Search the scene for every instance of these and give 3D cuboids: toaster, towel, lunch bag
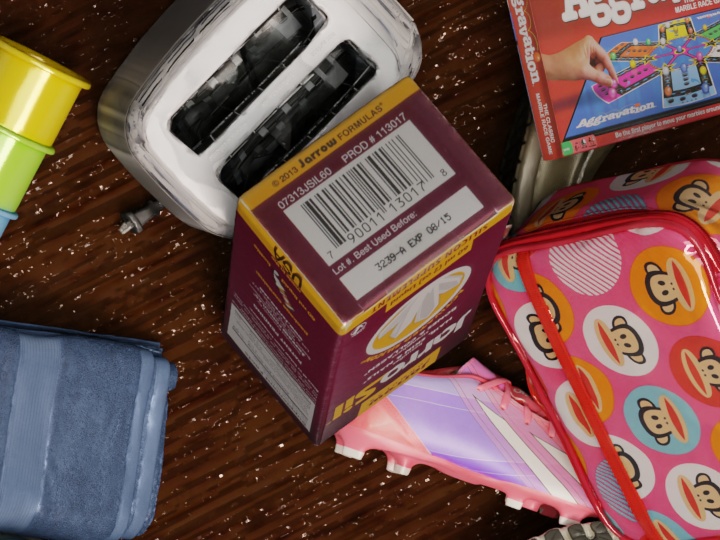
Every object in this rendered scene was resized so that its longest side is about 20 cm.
[{"bbox_3d":[-0.056,-0.093,1.536,0.200,0.129,0.114,-44,101,-3],"label":"toaster"},{"bbox_3d":[-0.192,0.081,1.539,0.200,0.049,0.112,9,91,-37],"label":"towel"},{"bbox_3d":[0.154,0.046,1.534,0.082,0.176,0.200,-43,113,-42],"label":"lunch bag"}]

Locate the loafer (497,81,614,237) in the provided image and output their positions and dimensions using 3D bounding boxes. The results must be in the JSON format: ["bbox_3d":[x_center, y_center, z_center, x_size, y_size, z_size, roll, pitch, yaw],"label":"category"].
[{"bbox_3d":[0.119,-0.084,1.596,0.067,0.076,0.200,12,94,-5],"label":"loafer"}]

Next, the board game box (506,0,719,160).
[{"bbox_3d":[0.162,-0.128,1.576,0.200,0.019,0.103,-16,94,-38],"label":"board game box"}]

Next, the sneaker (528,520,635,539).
[{"bbox_3d":[0.090,0.201,1.618,0.200,0.089,0.079,-28,71,9],"label":"sneaker"}]

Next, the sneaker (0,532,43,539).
[{"bbox_3d":[-0.132,0.190,1.554,0.200,0.131,0.080,11,92,-12],"label":"sneaker"}]

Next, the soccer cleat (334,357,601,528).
[{"bbox_3d":[0.080,0.089,1.617,0.200,0.067,0.077,16,89,-9],"label":"soccer cleat"}]

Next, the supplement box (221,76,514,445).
[{"bbox_3d":[0.000,0.000,1.499,0.110,0.200,0.086,-36,77,-16],"label":"supplement box"}]

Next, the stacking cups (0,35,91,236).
[{"bbox_3d":[-0.210,-0.023,1.559,0.060,0.061,0.200,25,96,-12],"label":"stacking cups"}]
